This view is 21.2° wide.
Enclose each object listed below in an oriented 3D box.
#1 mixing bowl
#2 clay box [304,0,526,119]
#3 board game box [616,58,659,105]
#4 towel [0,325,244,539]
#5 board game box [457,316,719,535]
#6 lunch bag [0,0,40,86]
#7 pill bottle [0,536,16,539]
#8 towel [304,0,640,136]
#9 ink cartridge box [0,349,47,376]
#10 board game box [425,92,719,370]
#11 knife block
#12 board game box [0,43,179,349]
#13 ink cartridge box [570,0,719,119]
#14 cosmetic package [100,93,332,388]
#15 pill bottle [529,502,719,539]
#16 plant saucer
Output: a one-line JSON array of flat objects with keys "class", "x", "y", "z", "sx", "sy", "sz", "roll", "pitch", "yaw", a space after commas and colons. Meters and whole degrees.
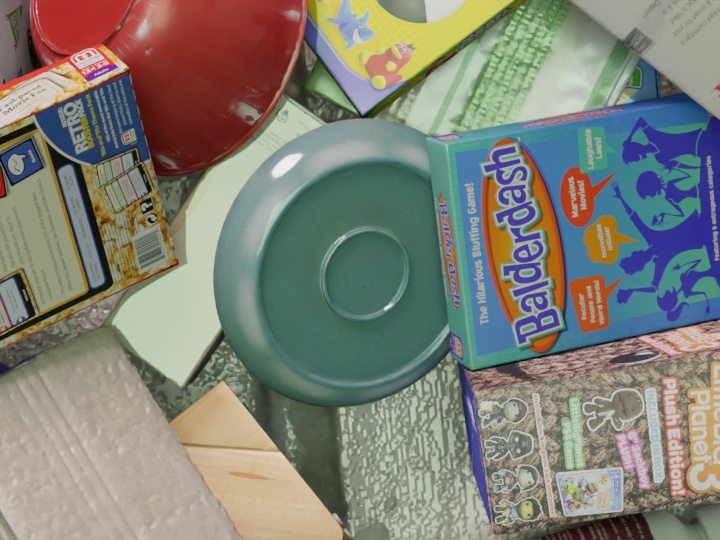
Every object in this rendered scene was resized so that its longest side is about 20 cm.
[{"class": "mixing bowl", "x": -0.144, "y": -0.171, "z": 1.260, "sx": 0.199, "sy": 0.108, "sz": 0.202, "roll": -10, "pitch": 74, "yaw": 35}, {"class": "clay box", "x": 0.048, "y": -0.206, "z": 1.288, "sx": 0.199, "sy": 0.048, "sz": 0.115, "roll": -38, "pitch": 86, "yaw": 2}, {"class": "board game box", "x": 0.139, "y": -0.065, "z": 1.351, "sx": 0.150, "sy": 0.037, "sz": 0.202, "roll": -5, "pitch": 93, "yaw": 1}, {"class": "towel", "x": -0.166, "y": 0.141, "z": 1.217, "sx": 0.132, "sy": 0.035, "sz": 0.201, "roll": -26, "pitch": 74, "yaw": -28}, {"class": "board game box", "x": 0.172, "y": 0.096, "z": 1.292, "sx": 0.198, "sy": 0.159, "sz": 0.098, "roll": -9, "pitch": 99, "yaw": -1}, {"class": "lunch bag", "x": -0.275, "y": -0.102, "z": 1.281, "sx": 0.123, "sy": 0.170, "sz": 0.202, "roll": -6, "pitch": 94, "yaw": 4}, {"class": "pill bottle", "x": -0.252, "y": 0.247, "z": 1.269, "sx": 0.110, "sy": 0.200, "sz": 0.112, "roll": 10, "pitch": 60, "yaw": -18}, {"class": "towel", "x": 0.080, "y": -0.144, "z": 1.322, "sx": 0.199, "sy": 0.031, "sz": 0.150, "roll": 28, "pitch": 88, "yaw": 4}, {"class": "ink cartridge box", "x": -0.286, "y": 0.128, "z": 1.306, "sx": 0.076, "sy": 0.136, "sz": 0.201, "roll": 33, "pitch": 92, "yaw": -3}, {"class": "board game box", "x": 0.150, "y": -0.029, "z": 1.283, "sx": 0.198, "sy": 0.045, "sz": 0.153, "roll": -11, "pitch": 103, "yaw": -14}, {"class": "knife block", "x": -0.124, "y": 0.169, "z": 1.284, "sx": 0.175, "sy": 0.064, "sz": 0.200, "roll": -40, "pitch": 69, "yaw": -6}, {"class": "board game box", "x": -0.221, "y": -0.031, "z": 1.183, "sx": 0.199, "sy": 0.046, "sz": 0.152, "roll": -26, "pitch": 129, "yaw": -20}, {"class": "ink cartridge box", "x": 0.210, "y": -0.211, "z": 1.215, "sx": 0.199, "sy": 0.083, "sz": 0.146, "roll": 36, "pitch": 134, "yaw": -11}, {"class": "cosmetic package", "x": -0.090, "y": -0.024, "z": 1.319, "sx": 0.073, "sy": 0.104, "sz": 0.201, "roll": 35, "pitch": 90, "yaw": 0}, {"class": "pill bottle", "x": 0.176, "y": 0.227, "z": 1.326, "sx": 0.198, "sy": 0.110, "sz": 0.111, "roll": -15, "pitch": 92, "yaw": 0}, {"class": "plant saucer", "x": 0.000, "y": 0.000, "z": 1.283, "sx": 0.198, "sy": 0.027, "sz": 0.202, "roll": -7, "pitch": 108, "yaw": -22}]
